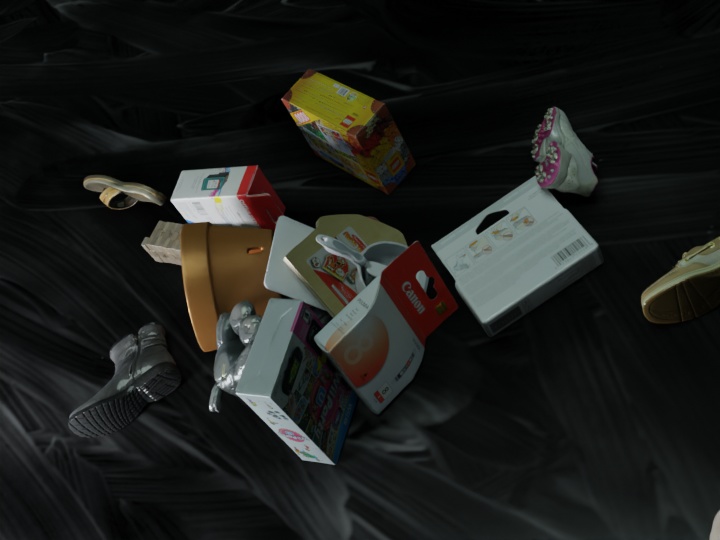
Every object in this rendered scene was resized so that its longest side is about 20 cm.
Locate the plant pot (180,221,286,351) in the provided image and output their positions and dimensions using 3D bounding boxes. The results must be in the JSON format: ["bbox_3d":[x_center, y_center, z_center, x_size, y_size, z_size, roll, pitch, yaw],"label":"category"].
[{"bbox_3d":[-0.193,0.017,1.580,0.137,0.202,0.202,-9,50,0],"label":"plant pot"}]

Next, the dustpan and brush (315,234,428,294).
[{"bbox_3d":[0.017,0.001,1.474,0.057,0.197,0.141,131,158,-54],"label":"dustpan and brush"}]

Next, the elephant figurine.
[{"bbox_3d":[-0.112,0.126,1.501,0.154,0.198,0.144,-31,59,38],"label":"elephant figurine"}]

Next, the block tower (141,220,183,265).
[{"bbox_3d":[-0.284,-0.040,1.748,0.197,0.054,0.058,8,59,31],"label":"block tower"}]

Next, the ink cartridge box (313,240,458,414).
[{"bbox_3d":[0.050,0.083,1.410,0.200,0.163,0.050,-42,42,-6],"label":"ink cartridge box"}]

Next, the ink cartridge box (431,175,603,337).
[{"bbox_3d":[0.225,-0.024,1.479,0.198,0.044,0.174,-33,47,1],"label":"ink cartridge box"}]

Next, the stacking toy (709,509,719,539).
[{"bbox_3d":[0.484,0.306,1.063,0.196,0.147,0.148,-11,50,-1],"label":"stacking toy"}]

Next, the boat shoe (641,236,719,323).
[{"bbox_3d":[0.456,0.002,1.330,0.198,0.075,0.067,-26,35,6],"label":"boat shoe"}]

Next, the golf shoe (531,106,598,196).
[{"bbox_3d":[0.312,-0.177,1.541,0.090,0.076,0.202,21,39,-10],"label":"golf shoe"}]

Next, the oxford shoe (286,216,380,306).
[{"bbox_3d":[-0.045,-0.016,1.597,0.199,0.071,0.074,-38,7,-24],"label":"oxford shoe"}]

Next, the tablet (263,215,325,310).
[{"bbox_3d":[-0.045,0.003,1.525,0.014,0.197,0.132,-47,28,52],"label":"tablet"}]

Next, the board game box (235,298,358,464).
[{"bbox_3d":[-0.079,0.155,1.396,0.063,0.201,0.149,1,57,30],"label":"board game box"}]

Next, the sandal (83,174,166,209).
[{"bbox_3d":[-0.452,-0.141,1.906,0.197,0.080,0.055,14,84,30],"label":"sandal"}]

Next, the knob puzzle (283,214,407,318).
[{"bbox_3d":[0.000,0.000,1.523,0.030,0.217,0.223,-46,28,52],"label":"knob puzzle"}]

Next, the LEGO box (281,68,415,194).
[{"bbox_3d":[-0.020,-0.234,1.691,0.077,0.149,0.199,-47,48,-12],"label":"LEGO box"}]

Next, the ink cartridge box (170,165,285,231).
[{"bbox_3d":[-0.208,-0.115,1.722,0.197,0.117,0.068,-1,55,26],"label":"ink cartridge box"}]

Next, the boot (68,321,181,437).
[{"bbox_3d":[-0.390,0.177,1.641,0.198,0.070,0.132,-28,44,-9],"label":"boot"}]
